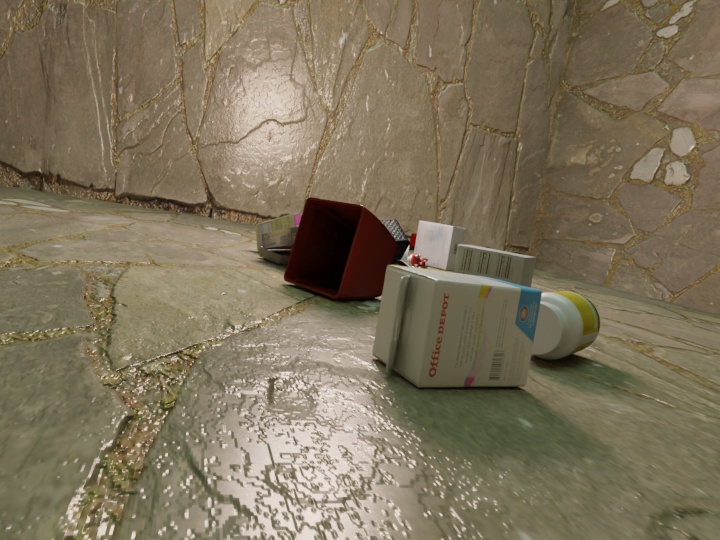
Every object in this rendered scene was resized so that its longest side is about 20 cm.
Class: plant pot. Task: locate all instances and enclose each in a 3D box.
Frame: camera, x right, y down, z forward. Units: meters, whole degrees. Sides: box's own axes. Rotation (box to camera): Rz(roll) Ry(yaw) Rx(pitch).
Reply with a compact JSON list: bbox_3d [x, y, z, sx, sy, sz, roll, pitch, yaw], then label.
[{"bbox_3d":[-0.030,-0.037,1.235,0.198,0.204,0.175,15,-2,44],"label":"plant pot"}]

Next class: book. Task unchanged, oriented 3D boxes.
[{"bbox_3d":[-0.202,-0.045,1.689,0.197,0.049,0.133,3,11,-40],"label":"book"}]

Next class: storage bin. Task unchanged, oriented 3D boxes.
[{"bbox_3d":[0.036,-0.073,1.644,0.197,0.136,0.095,-7,53,-31],"label":"storage bin"}]

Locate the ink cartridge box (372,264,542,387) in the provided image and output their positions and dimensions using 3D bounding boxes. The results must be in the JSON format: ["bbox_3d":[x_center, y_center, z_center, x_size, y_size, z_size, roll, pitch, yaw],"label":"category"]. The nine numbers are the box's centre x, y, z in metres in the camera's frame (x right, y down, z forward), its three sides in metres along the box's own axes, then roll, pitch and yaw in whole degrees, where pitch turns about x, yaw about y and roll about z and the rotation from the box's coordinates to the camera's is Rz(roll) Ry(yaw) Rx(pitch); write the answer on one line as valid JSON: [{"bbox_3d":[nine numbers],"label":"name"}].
[{"bbox_3d":[0.114,0.070,0.700,0.196,0.132,0.125,7,6,-27],"label":"ink cartridge box"}]

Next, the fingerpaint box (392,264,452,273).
[{"bbox_3d":[0.175,0.040,1.351,0.196,0.075,0.166,6,6,-29],"label":"fingerpaint box"}]

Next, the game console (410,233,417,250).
[{"bbox_3d":[0.436,-0.192,3.727,0.195,0.121,0.172,10,6,-1],"label":"game console"}]

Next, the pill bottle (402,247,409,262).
[{"bbox_3d":[0.083,-0.069,2.025,0.195,0.118,0.116,10,6,5],"label":"pill bottle"}]

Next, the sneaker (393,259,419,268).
[{"bbox_3d":[0.162,0.024,1.571,0.198,0.075,0.080,22,4,39],"label":"sneaker"}]

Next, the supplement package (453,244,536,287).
[{"bbox_3d":[0.396,0.014,1.588,0.197,0.151,0.190,12,7,28],"label":"supplement package"}]

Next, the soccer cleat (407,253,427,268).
[{"bbox_3d":[0.215,-0.033,2.172,0.083,0.070,0.199,2,0,21],"label":"soccer cleat"}]

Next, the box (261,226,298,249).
[{"bbox_3d":[-0.179,-0.095,1.594,0.156,0.050,0.198,-1,-3,-41],"label":"box"}]

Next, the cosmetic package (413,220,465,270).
[{"bbox_3d":[0.367,-0.117,2.514,0.198,0.204,0.122,14,7,42],"label":"cosmetic package"}]

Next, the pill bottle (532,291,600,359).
[{"bbox_3d":[0.336,0.093,0.923,0.110,0.114,0.198,13,7,35],"label":"pill bottle"}]

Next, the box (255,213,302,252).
[{"bbox_3d":[-0.229,-0.120,1.835,0.197,0.099,0.174,-8,-7,39],"label":"box"}]
